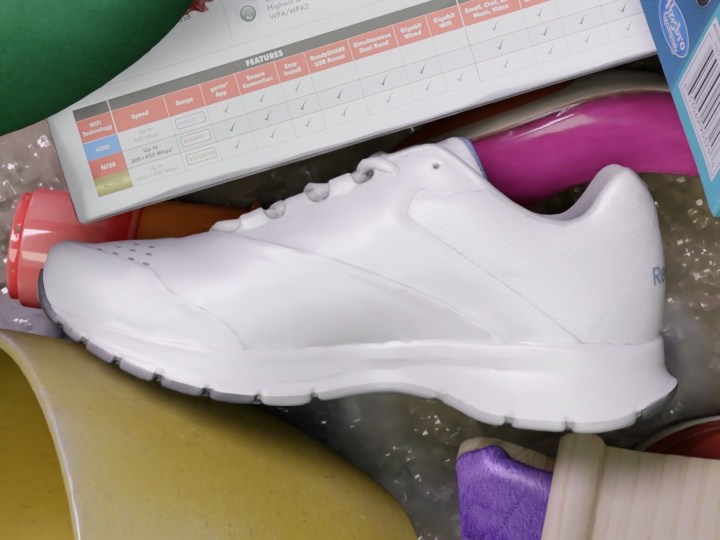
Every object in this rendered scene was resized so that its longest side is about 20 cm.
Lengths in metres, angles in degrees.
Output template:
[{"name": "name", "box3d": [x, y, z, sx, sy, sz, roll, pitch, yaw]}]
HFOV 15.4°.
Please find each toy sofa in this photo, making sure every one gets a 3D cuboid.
[{"name": "toy sofa", "box3d": [0.071, 0.152, 0.874, 0.097, 0.083, 0.201, 7, 132, 8]}]

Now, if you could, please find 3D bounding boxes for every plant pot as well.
[{"name": "plant pot", "box3d": [-0.060, 0.119, 0.868, 0.141, 0.200, 0.201, 1, 111, -27]}]

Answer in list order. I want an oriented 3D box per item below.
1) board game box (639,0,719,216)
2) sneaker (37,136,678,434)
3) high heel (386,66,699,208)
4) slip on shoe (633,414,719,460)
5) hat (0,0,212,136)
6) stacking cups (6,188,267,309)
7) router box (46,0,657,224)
[{"name": "board game box", "box3d": [0.176, -0.090, 0.760, 0.199, 0.152, 0.047, -1, 145, -20]}, {"name": "sneaker", "box3d": [0.000, 0.000, 0.823, 0.199, 0.075, 0.088, 3, 97, -1]}, {"name": "high heel", "box3d": [0.103, -0.024, 0.860, 0.199, 0.067, 0.097, -15, 104, 7]}, {"name": "slip on shoe", "box3d": [0.186, 0.068, 0.890, 0.199, 0.061, 0.074, -12, 105, 5]}, {"name": "hat", "box3d": [-0.051, -0.072, 0.704, 0.175, 0.165, 0.201, 25, 104, 21]}, {"name": "stacking cups", "box3d": [-0.017, 0.007, 0.879, 0.199, 0.061, 0.061, 5, 108, 1]}, {"name": "router box", "box3d": [-0.017, -0.128, 0.825, 0.199, 0.049, 0.180, -15, 95, 8]}]
